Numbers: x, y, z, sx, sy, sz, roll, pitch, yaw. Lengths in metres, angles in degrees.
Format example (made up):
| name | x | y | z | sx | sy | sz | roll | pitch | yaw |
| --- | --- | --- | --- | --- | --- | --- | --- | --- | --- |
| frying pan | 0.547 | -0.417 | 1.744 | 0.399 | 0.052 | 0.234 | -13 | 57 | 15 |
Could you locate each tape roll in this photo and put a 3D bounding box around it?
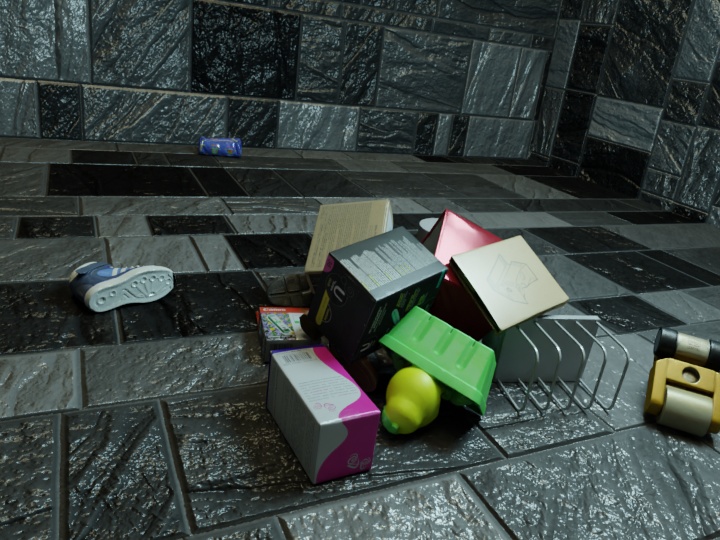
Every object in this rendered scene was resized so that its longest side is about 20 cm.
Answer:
| name | x | y | z | sx | sy | sz | roll | pitch | yaw |
| --- | --- | --- | --- | --- | --- | --- | --- | --- | --- |
| tape roll | 0.273 | -0.101 | 1.869 | 0.194 | 0.068 | 0.201 | 7 | 22 | -3 |

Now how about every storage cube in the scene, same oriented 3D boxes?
| name | x | y | z | sx | sy | sz | roll | pitch | yaw |
| --- | --- | --- | --- | --- | --- | --- | --- | --- | --- |
| storage cube | 0.194 | 0.026 | 1.213 | 0.176 | 0.172 | 0.203 | 26 | 51 | -8 |

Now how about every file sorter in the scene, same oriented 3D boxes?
| name | x | y | z | sx | sy | sz | roll | pitch | yaw |
| --- | --- | --- | --- | --- | --- | --- | --- | --- | --- |
| file sorter | 0.365 | 0.174 | 1.105 | 0.194 | 0.142 | 0.125 | 2 | 24 | -14 |

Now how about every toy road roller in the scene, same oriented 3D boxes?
| name | x | y | z | sx | sy | sz | roll | pitch | yaw |
| --- | --- | --- | --- | --- | --- | --- | --- | --- | --- |
| toy road roller | 0.606 | 0.220 | 1.140 | 0.120 | 0.147 | 0.203 | 14 | 59 | 17 |

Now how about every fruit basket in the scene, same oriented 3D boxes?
| name | x | y | z | sx | sy | sz | roll | pitch | yaw |
| --- | --- | --- | --- | --- | --- | --- | --- | --- | --- |
| fruit basket | 0.112 | 0.190 | 1.010 | 0.210 | 0.220 | 0.156 | 16 | -16 | 21 |

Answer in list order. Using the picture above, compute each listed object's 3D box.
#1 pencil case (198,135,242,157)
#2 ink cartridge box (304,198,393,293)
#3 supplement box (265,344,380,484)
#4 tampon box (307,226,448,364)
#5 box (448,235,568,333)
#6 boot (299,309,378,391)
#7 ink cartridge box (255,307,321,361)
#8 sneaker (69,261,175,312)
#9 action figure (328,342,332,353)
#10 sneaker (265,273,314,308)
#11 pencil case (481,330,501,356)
| name | x | y | z | sx | sy | sz | roll | pitch | yaw |
| --- | --- | --- | --- | --- | --- | --- | --- | --- | --- |
| pencil case | -0.620 | -0.551 | 2.665 | 0.194 | 0.088 | 0.080 | 2 | 54 | -14 |
| ink cartridge box | -0.020 | -0.052 | 1.270 | 0.160 | 0.076 | 0.203 | -2 | 47 | 14 |
| supplement box | -0.063 | 0.208 | 0.911 | 0.099 | 0.106 | 0.199 | -3 | 22 | -28 |
| tampon box | 0.029 | 0.038 | 1.051 | 0.197 | 0.152 | 0.126 | -20 | 53 | -43 |
| box | 0.279 | 0.020 | 1.124 | 0.196 | 0.021 | 0.165 | -15 | 61 | -34 |
| boot | 0.000 | 0.117 | 1.119 | 0.153 | 0.074 | 0.200 | -25 | 63 | -43 |
| ink cartridge box | -0.149 | 0.110 | 1.200 | 0.106 | 0.052 | 0.201 | 2 | 23 | -17 |
| sneaker | -0.512 | 0.012 | 1.276 | 0.197 | 0.083 | 0.145 | -19 | 37 | -39 |
| action figure | -0.044 | 0.094 | 1.223 | 0.063 | 0.102 | 0.200 | 4 | 19 | -14 |
| sneaker | -0.120 | 0.054 | 1.326 | 0.195 | 0.078 | 0.115 | -12 | -15 | -23 |
| pencil case | 0.345 | 0.149 | 1.224 | 0.194 | 0.093 | 0.083 | 5 | 21 | -4 |
